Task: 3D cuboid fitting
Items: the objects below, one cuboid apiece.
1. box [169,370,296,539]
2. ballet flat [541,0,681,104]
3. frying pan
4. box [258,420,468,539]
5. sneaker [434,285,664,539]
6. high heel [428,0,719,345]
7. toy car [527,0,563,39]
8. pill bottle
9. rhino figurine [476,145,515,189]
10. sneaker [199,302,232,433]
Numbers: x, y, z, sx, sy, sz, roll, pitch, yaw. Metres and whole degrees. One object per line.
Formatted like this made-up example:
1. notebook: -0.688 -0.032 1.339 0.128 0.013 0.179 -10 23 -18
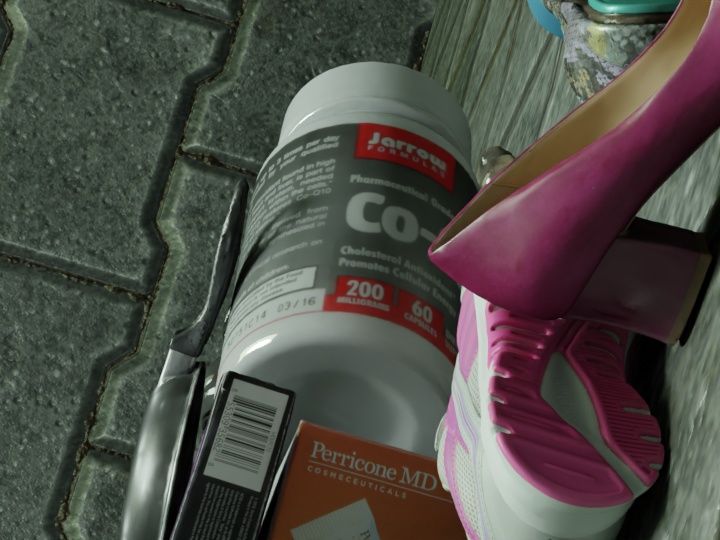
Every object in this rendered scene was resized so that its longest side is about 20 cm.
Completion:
1. box: -0.073 0.157 0.875 0.201 0.036 0.144 109 177 -49
2. ballet flat: 0.112 -0.098 0.924 0.200 0.071 0.073 -78 5 -71
3. frying pan: -0.082 0.065 0.959 0.115 0.031 0.191 -80 0 -58
4. box: 0.003 0.182 0.879 0.098 0.123 0.201 113 172 -68
5. sneaker: 0.065 0.048 0.827 0.201 0.081 0.089 -77 5 -56
6. high heel: 0.094 -0.076 0.759 0.067 0.095 0.202 -87 13 -81
7. toy car: 0.105 -0.254 1.093 0.201 0.176 0.185 -62 -13 -16
8. pill bottle: 0.000 0.000 1.003 0.201 0.113 0.114 -83 8 -47
9. rhino figurine: 0.068 -0.002 1.290 0.201 0.059 0.088 111 158 -52
10. sneaker: -0.042 0.023 1.125 0.074 0.089 0.200 -44 -8 30
